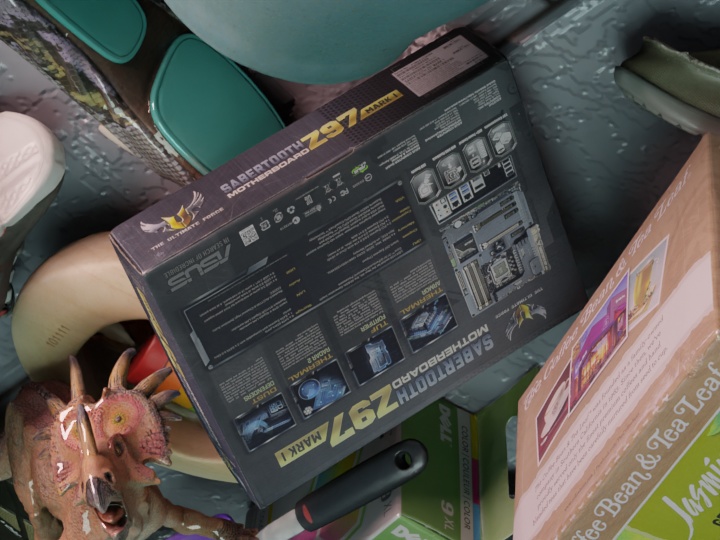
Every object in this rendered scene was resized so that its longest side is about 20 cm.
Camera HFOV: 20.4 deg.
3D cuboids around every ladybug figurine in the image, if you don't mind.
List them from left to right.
[{"bbox_3d":[-0.084,0.041,1.039,0.200,0.072,0.136,30,126,-21],"label":"ladybug figurine"}]

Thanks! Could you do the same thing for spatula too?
[{"bbox_3d":[-0.038,0.137,1.063,0.200,0.057,0.021,-33,167,34],"label":"spatula"}]

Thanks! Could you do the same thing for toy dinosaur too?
[{"bbox_3d":[-0.138,0.090,0.975,0.200,0.086,0.136,18,139,45],"label":"toy dinosaur"}]

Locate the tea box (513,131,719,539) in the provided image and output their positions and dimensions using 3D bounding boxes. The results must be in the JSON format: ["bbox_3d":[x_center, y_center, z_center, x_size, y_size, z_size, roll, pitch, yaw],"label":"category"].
[{"bbox_3d":[0.196,0.077,0.912,0.196,0.134,0.200,20,132,-10],"label":"tea box"}]

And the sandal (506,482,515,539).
[{"bbox_3d":[0.039,0.193,1.180,0.075,0.048,0.200,34,125,-24],"label":"sandal"}]

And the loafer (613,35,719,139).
[{"bbox_3d":[0.217,-0.083,0.930,0.199,0.075,0.070,12,98,-6],"label":"loafer"}]

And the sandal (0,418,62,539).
[{"bbox_3d":[-0.213,0.106,1.118,0.201,0.057,0.080,38,130,-9],"label":"sandal"}]

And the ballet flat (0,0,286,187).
[{"bbox_3d":[-0.110,-0.095,0.938,0.072,0.072,0.200,-31,123,26],"label":"ballet flat"}]

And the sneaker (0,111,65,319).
[{"bbox_3d":[-0.205,-0.009,1.020,0.200,0.077,0.082,-36,147,30],"label":"sneaker"}]

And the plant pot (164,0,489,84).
[{"bbox_3d":[0.001,-0.178,0.779,0.200,0.200,0.188,21,143,-15],"label":"plant pot"}]

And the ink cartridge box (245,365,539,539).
[{"bbox_3d":[0.014,0.130,1.091,0.059,0.104,0.200,32,125,-23],"label":"ink cartridge box"}]

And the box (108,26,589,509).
[{"bbox_3d":[0.000,0.000,0.955,0.200,0.051,0.158,-31,126,-10],"label":"box"}]
